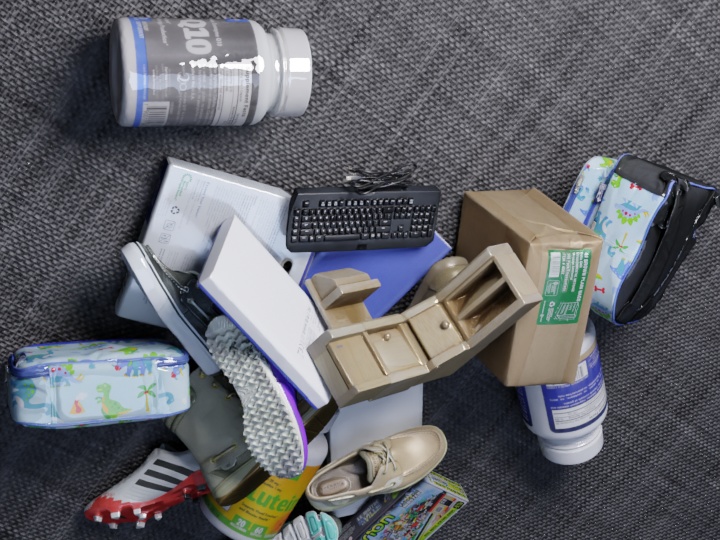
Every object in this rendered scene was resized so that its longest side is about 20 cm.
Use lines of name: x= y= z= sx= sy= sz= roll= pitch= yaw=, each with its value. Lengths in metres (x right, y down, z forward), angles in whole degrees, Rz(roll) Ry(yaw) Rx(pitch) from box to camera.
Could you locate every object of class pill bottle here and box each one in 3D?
pill bottle: x=-0.111 y=0.240 z=1.455 sx=0.111 sy=0.111 sz=0.200 roll=25 pitch=104 yaw=-29
pill bottle: x=-0.159 y=-0.210 z=1.212 sx=0.200 sy=0.114 sz=0.114 roll=-4 pitch=116 yaw=-20
pill bottle: x=0.273 y=0.161 z=1.558 sx=0.120 sy=0.120 sz=0.200 roll=-22 pitch=121 yaw=-10

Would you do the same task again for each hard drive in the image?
hard drive: x=0.019 y=0.237 z=1.554 sx=0.132 sy=0.027 sz=0.200 roll=-9 pitch=118 yaw=-16
hard drive: x=-0.097 y=0.046 z=1.282 sx=0.025 sy=0.132 sz=0.200 roll=-31 pitch=114 yaw=24
hard drive: x=0.000 y=0.000 z=1.420 sx=0.200 sy=0.025 sz=0.132 roll=-44 pitch=122 yaw=4

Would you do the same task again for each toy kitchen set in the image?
toy kitchen set: x=0.052 y=0.027 z=1.296 sx=0.200 sy=0.163 sz=0.180 roll=-11 pitch=154 yaw=-47

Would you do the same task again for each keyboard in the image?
keyboard: x=0.011 y=-0.070 z=1.332 sx=0.200 sy=0.040 sz=0.104 roll=-4 pitch=107 yaw=-29

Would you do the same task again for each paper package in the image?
paper package: x=0.198 y=0.019 z=1.416 sx=0.103 sy=0.191 sz=0.200 roll=-4 pitch=115 yaw=-22

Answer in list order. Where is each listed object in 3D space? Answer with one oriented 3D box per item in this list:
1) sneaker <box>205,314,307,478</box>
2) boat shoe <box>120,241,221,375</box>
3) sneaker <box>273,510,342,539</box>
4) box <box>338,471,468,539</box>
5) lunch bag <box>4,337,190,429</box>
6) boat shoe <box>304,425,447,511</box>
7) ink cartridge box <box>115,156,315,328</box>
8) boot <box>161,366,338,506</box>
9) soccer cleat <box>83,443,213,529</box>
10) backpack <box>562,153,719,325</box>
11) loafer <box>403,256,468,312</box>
sneaker: x=-0.095 y=0.132 z=1.297 sx=0.070 sy=0.100 sz=0.200 roll=-19 pitch=93 yaw=28
boat shoe: x=-0.198 y=0.032 z=1.300 sx=0.071 sy=0.072 sz=0.200 roll=-36 pitch=128 yaw=-6
sneaker: x=-0.108 y=0.383 z=1.551 sx=0.200 sy=0.091 sz=0.078 roll=-24 pitch=81 yaw=15
box: x=0.043 y=0.357 z=1.593 sx=0.110 sy=0.035 sz=0.200 roll=31 pitch=110 yaw=-38
lunch bag: x=-0.300 y=0.124 z=1.301 sx=0.200 sy=0.161 sz=0.083 roll=-3 pitch=94 yaw=-17
boat shoe: x=0.021 y=0.258 z=1.497 sx=0.200 sy=0.072 sz=0.065 roll=-22 pitch=161 yaw=-4
ink cartridge box: x=-0.163 y=-0.014 z=1.342 sx=0.200 sy=0.041 sz=0.200 roll=17 pitch=108 yaw=-20
boot: x=-0.133 y=0.164 z=1.375 sx=0.200 sy=0.155 sz=0.072 roll=-42 pitch=158 yaw=3
soccer cleat: x=-0.260 y=0.266 z=1.443 sx=0.200 sy=0.085 sz=0.069 roll=-22 pitch=147 yaw=17
backpack: x=0.334 y=-0.042 z=1.445 sx=0.183 sy=0.147 sz=0.200 roll=2 pitch=113 yaw=-55
loafer: x=0.092 y=0.072 z=1.450 sx=0.076 sy=0.067 sz=0.200 roll=-5 pitch=136 yaw=-25
